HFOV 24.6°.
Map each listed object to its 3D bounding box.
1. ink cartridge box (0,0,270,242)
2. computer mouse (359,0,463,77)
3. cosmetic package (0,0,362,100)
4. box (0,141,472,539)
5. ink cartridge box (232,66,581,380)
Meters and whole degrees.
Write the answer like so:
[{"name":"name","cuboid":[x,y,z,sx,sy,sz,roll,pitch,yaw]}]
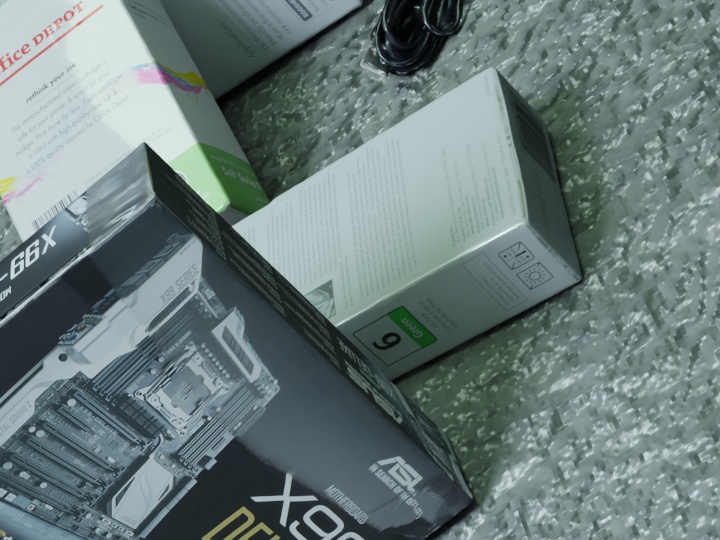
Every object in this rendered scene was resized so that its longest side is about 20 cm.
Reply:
[{"name":"ink cartridge box","cuboid":[-0.143,-0.081,0.900,0.117,0.067,0.200,-34,71,15]},{"name":"computer mouse","cuboid":[-0.020,-0.207,0.878,0.053,0.200,0.139,-2,55,62]},{"name":"cosmetic package","cuboid":[-0.119,-0.204,1.023,0.200,0.123,0.199,-29,39,19]},{"name":"box","cuboid":[-0.076,0.070,0.659,0.158,0.200,0.050,-38,31,10]},{"name":"ink cartridge box","cuboid":[0.000,0.000,0.777,0.200,0.050,0.109,-30,40,22]}]
